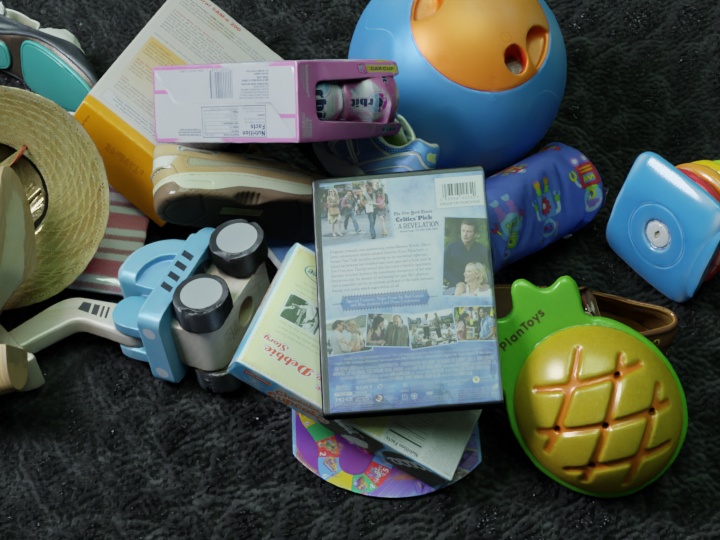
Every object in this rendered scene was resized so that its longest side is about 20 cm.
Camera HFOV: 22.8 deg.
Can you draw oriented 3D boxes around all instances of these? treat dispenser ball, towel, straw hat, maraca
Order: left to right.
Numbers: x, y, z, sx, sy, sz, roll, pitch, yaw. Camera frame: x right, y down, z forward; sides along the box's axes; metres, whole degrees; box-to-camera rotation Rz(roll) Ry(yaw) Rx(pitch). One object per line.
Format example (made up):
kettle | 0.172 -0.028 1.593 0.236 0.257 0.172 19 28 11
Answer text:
straw hat | -0.315 -0.071 1.533 0.199 0.203 0.085 -5 10 -9
towel | -0.257 -0.062 1.610 0.145 0.030 0.201 8 52 0
treat dispenser ball | 0.088 -0.182 1.621 0.199 0.202 0.202 2 50 -3
maraca | 0.175 0.095 1.437 0.137 0.107 0.200 -44 99 5

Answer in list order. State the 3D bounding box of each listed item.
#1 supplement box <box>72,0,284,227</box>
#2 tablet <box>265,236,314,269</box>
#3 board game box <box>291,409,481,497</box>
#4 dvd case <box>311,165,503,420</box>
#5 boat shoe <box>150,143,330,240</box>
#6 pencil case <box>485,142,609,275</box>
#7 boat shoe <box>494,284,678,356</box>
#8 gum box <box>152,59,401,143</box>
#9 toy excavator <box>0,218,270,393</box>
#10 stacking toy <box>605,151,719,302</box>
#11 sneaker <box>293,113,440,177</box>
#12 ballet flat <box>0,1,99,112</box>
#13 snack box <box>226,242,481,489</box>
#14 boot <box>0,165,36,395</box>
supplement box | -0.170 -0.153 1.623 0.126 0.074 0.200 39 48 -7
tablet | 0.000 0.000 1.559 0.129 0.014 0.200 -17 40 -20
board game box | 0.021 0.094 1.493 0.157 0.039 0.201 1 50 -4
dvd case | 0.036 0.016 1.418 0.141 0.018 0.202 -5 71 4
boat shoe | -0.085 -0.078 1.543 0.199 0.072 0.077 8 56 -31
pencil case | 0.136 -0.047 1.568 0.078 0.087 0.200 -6 15 42
boat shoe | 0.175 0.039 1.502 0.199 0.068 0.072 11 50 -19
gum box | -0.069 -0.142 1.493 0.113 0.067 0.199 -8 9 -43
toy excavator | -0.190 0.038 1.502 0.199 0.100 0.195 13 50 24
stacking toy | 0.328 -0.063 1.625 0.199 0.117 0.110 -25 56 -40
sneaker | 0.006 -0.110 1.556 0.075 0.077 0.200 13 20 -43
ballet flat | -0.313 -0.212 1.700 0.199 0.073 0.073 23 52 18
snack box | 0.005 0.077 1.444 0.199 0.037 0.117 30 65 -6
boot | -0.343 0.018 1.461 0.143 0.071 0.203 -9 70 18
